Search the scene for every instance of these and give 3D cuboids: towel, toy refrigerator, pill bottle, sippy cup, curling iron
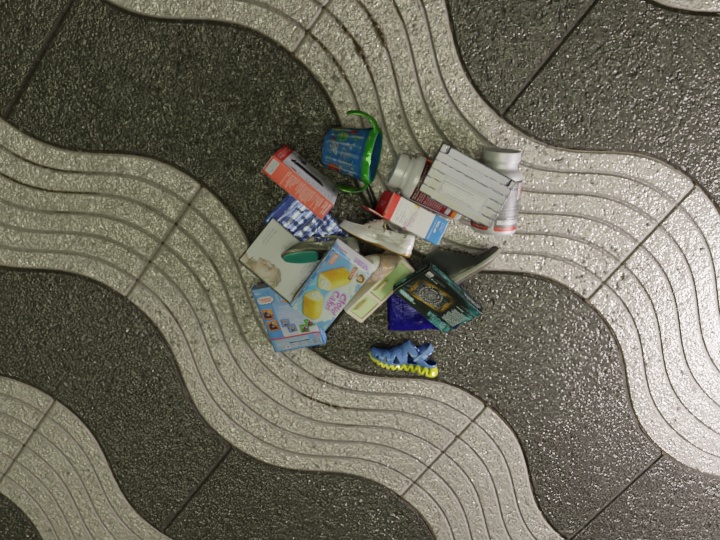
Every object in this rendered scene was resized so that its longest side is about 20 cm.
[{"bbox_3d":[0.168,0.094,1.680,0.197,0.050,0.150,-2,106,3],"label":"towel"},{"bbox_3d":[0.042,0.039,1.629,0.200,0.070,0.076,-43,136,8],"label":"toy refrigerator"},{"bbox_3d":[0.338,-0.195,1.548,0.114,0.116,0.203,4,108,1],"label":"pill bottle"},{"bbox_3d":[-0.023,-0.291,1.534,0.129,0.140,0.180,14,84,8],"label":"sippy cup"},{"bbox_3d":[0.172,-0.212,1.552,0.198,0.113,0.114,23,107,-5],"label":"pill bottle"},{"bbox_3d":[0.060,-0.136,1.626,0.049,0.026,0.202,-27,105,7],"label":"curling iron"},{"bbox_3d":[-0.135,-0.105,1.613,0.145,0.024,0.200,-43,94,-1],"label":"towel"}]

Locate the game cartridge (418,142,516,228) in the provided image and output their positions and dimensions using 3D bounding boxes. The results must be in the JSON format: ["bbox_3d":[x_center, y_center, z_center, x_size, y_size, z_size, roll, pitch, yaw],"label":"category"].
[{"bbox_3d":[0.249,-0.199,1.477,0.198,0.038,0.131,27,111,-5],"label":"game cartridge"}]

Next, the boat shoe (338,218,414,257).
[{"bbox_3d":[0.044,-0.096,1.574,0.198,0.071,0.070,22,91,11],"label":"boat shoe"}]

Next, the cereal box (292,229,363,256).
[{"bbox_3d":[-0.106,-0.011,1.665,0.198,0.040,0.145,22,106,-4],"label":"cereal box"}]

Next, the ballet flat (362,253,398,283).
[{"bbox_3d":[0.000,0.000,1.582,0.198,0.069,0.067,-24,144,22],"label":"ballet flat"}]

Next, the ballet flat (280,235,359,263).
[{"bbox_3d":[-0.101,-0.056,1.573,0.197,0.064,0.068,-2,152,-7],"label":"ballet flat"}]

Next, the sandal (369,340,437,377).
[{"bbox_3d":[0.122,0.230,1.716,0.197,0.080,0.088,9,104,-9],"label":"sandal"}]

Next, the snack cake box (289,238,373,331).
[{"bbox_3d":[-0.072,0.036,1.537,0.114,0.067,0.201,35,115,-7],"label":"snack cake box"}]

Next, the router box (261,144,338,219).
[{"bbox_3d":[-0.140,-0.219,1.519,0.179,0.200,0.049,39,105,-11],"label":"router box"}]

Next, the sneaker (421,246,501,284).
[{"bbox_3d":[0.261,-0.035,1.626,0.198,0.075,0.107,-30,77,-5],"label":"sneaker"}]

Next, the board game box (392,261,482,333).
[{"bbox_3d":[0.197,0.073,1.598,0.199,0.028,0.135,39,131,-22],"label":"board game box"}]

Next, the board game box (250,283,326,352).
[{"bbox_3d":[-0.191,0.119,1.688,0.149,0.037,0.202,-11,116,13],"label":"board game box"}]

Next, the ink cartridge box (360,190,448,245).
[{"bbox_3d":[0.107,-0.141,1.558,0.198,0.116,0.068,26,94,-14],"label":"ink cartridge box"}]

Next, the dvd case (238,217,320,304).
[{"bbox_3d":[-0.194,-0.016,1.602,0.199,0.018,0.143,40,91,-5],"label":"dvd case"}]
